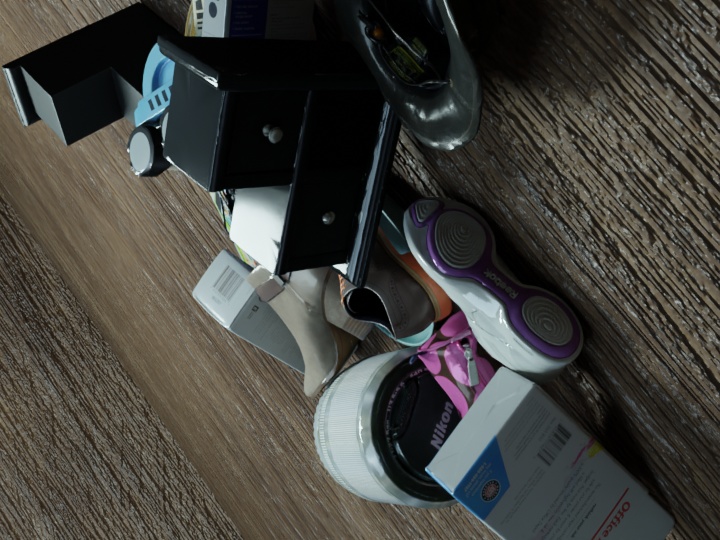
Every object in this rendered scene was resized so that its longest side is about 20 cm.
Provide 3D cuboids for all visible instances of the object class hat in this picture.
[{"bbox_3d":[0.053,-0.188,0.722,0.202,0.080,0.202,53,165,21],"label":"hat"}]

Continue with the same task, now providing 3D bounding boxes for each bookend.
[{"bbox_3d":[-0.075,-0.084,0.855,0.092,0.197,0.202,34,120,40],"label":"bookend"},{"bbox_3d":[-0.293,-0.210,1.238,0.199,0.197,0.093,40,150,33],"label":"bookend"}]

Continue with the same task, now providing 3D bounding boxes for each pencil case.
[{"bbox_3d":[0.132,0.137,0.967,0.202,0.090,0.094,56,167,-6],"label":"pencil case"}]

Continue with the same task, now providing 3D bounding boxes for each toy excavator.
[{"bbox_3d":[-0.147,-0.205,0.955,0.193,0.099,0.204,-18,80,46],"label":"toy excavator"}]

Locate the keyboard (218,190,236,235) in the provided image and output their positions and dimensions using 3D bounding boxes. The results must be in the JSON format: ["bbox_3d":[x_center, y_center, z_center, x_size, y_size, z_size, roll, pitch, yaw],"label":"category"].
[{"bbox_3d":[-0.144,-0.071,1.192,0.203,0.039,0.104,67,166,-6],"label":"keyboard"}]

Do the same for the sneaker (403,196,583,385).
[{"bbox_3d":[0.103,0.023,0.894,0.201,0.074,0.100,49,155,19],"label":"sneaker"}]

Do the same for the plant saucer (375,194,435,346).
[{"bbox_3d":[0.022,-0.016,1.060,0.200,0.036,0.202,44,153,29],"label":"plant saucer"}]

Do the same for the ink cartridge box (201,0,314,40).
[{"bbox_3d":[-0.090,-0.195,0.885,0.039,0.098,0.204,32,122,39],"label":"ink cartridge box"}]

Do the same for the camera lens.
[{"bbox_3d":[0.046,0.167,1.088,0.162,0.159,0.199,58,157,-4],"label":"camera lens"}]

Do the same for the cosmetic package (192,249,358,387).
[{"bbox_3d":[-0.103,0.061,1.253,0.199,0.075,0.101,39,179,-44],"label":"cosmetic package"}]

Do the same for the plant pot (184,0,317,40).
[{"bbox_3d":[-0.117,-0.209,0.999,0.198,0.027,0.204,17,114,43],"label":"plant pot"}]

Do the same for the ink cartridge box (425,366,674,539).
[{"bbox_3d":[0.167,0.195,0.885,0.200,0.116,0.068,42,173,-19],"label":"ink cartridge box"}]

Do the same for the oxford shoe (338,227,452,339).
[{"bbox_3d":[0.000,0.000,0.984,0.199,0.072,0.072,34,149,46],"label":"oxford shoe"}]

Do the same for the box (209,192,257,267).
[{"bbox_3d":[-0.147,-0.069,1.334,0.109,0.034,0.203,11,129,60],"label":"box"}]

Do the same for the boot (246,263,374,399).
[{"bbox_3d":[-0.065,0.046,1.131,0.145,0.070,0.201,36,132,0],"label":"boot"}]
